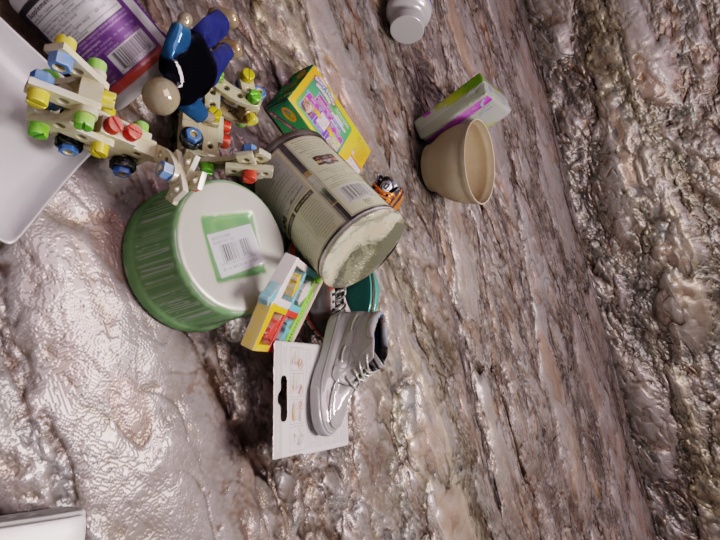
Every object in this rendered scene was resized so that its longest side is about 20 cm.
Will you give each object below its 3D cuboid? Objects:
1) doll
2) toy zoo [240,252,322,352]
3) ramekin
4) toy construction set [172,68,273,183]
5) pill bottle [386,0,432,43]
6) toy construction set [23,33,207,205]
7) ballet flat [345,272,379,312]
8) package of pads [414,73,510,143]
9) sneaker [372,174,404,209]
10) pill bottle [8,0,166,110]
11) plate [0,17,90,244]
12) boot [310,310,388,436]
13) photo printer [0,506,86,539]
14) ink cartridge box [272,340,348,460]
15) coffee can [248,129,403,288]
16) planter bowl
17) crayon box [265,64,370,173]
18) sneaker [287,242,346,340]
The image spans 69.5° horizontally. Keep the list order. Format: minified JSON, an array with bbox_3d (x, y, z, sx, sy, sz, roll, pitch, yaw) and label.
[{"bbox_3d":[-0.197,-0.242,0.622,0.200,0.048,0.137,-74,170,-46],"label":"doll"},{"bbox_3d":[-0.106,0.050,0.721,0.131,0.020,0.200,-65,169,-6],"label":"toy zoo"},{"bbox_3d":[-0.194,-0.023,0.686,0.200,0.098,0.200,20,64,-49],"label":"ramekin"},{"bbox_3d":[-0.188,-0.200,0.730,0.131,0.092,0.200,8,53,-32],"label":"toy construction set"},{"bbox_3d":[0.121,-0.660,1.272,0.112,0.112,0.200,31,57,-44],"label":"pill bottle"},{"bbox_3d":[-0.261,-0.149,0.557,0.200,0.131,0.092,39,51,-42],"label":"toy construction set"},{"bbox_3d":[0.000,0.000,0.932,0.070,0.067,0.200,15,50,-53],"label":"ballet flat"},{"bbox_3d":[0.258,-0.385,1.298,0.154,0.200,0.068,5,61,-52],"label":"package of pads"},{"bbox_3d":[0.013,-0.134,0.951,0.112,0.078,0.200,-53,160,5],"label":"sneaker"},{"bbox_3d":[-0.317,-0.297,0.594,0.200,0.111,0.112,50,45,-32],"label":"pill bottle"},{"bbox_3d":[-0.388,-0.158,0.527,0.200,0.032,0.200,47,47,-35],"label":"plate"},{"bbox_3d":[-0.011,0.149,0.787,0.074,0.095,0.200,47,43,-49],"label":"boot"},{"bbox_3d":[-0.330,0.318,0.435,0.166,0.069,0.200,19,65,-49],"label":"photo printer"},{"bbox_3d":[-0.086,0.192,0.785,0.200,0.050,0.161,19,65,-58],"label":"ink cartridge box"},{"bbox_3d":[-0.054,-0.094,0.776,0.146,0.146,0.200,0,42,-53],"label":"coffee can"},{"bbox_3d":[0.232,-0.258,1.270,0.200,0.135,0.201,0,90,-55],"label":"planter bowl"},{"bbox_3d":[-0.070,-0.254,0.949,0.200,0.058,0.119,52,44,-30],"label":"crayon box"},{"bbox_3d":[-0.054,0.035,0.867,0.077,0.082,0.200,-42,113,-49],"label":"sneaker"}]
